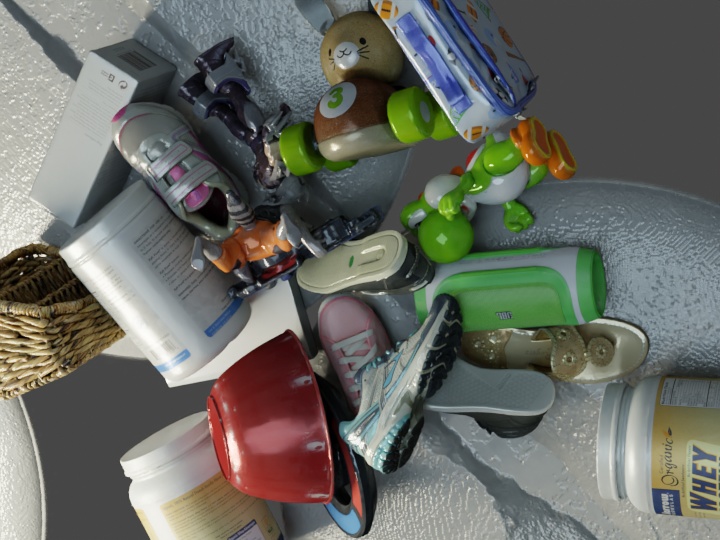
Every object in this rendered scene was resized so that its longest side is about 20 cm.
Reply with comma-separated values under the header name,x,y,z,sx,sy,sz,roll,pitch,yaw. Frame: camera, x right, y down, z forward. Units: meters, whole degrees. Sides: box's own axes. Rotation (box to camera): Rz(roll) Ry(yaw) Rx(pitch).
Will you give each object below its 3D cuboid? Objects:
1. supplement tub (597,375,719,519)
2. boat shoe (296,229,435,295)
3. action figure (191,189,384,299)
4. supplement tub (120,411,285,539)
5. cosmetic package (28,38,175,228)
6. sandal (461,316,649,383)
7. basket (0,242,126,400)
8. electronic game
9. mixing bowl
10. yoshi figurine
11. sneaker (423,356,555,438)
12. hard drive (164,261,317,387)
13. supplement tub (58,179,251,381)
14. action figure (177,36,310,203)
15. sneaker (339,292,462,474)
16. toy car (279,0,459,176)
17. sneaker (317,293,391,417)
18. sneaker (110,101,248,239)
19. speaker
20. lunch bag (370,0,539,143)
name,x,y,z,sx,sy,sz,roll,pitch,yaw
supplement tub,0.356,0.186,1.598,0.198,0.144,0.146,2,107,19
boat shoe,0.000,0.000,1.694,0.199,0.067,0.073,-4,66,51
action figure,-0.083,-0.049,1.647,0.199,0.193,0.105,-28,89,8
supplement tub,-0.190,0.286,1.832,0.143,0.144,0.202,-24,97,24
cosmetic package,-0.299,-0.159,1.759,0.071,0.101,0.201,32,113,8
sandal,0.207,0.095,1.672,0.209,0.070,0.079,3,107,19
basket,-0.357,0.036,1.784,0.142,0.200,0.150,-22,97,25
electronic game,-0.034,0.210,1.748,0.041,0.200,0.202,-18,103,-19
mixing bowl,-0.108,0.176,1.705,0.107,0.200,0.202,-13,105,-15
yoshi figurine,0.132,-0.073,1.631,0.199,0.112,0.113,-31,101,28
sneaker,0.117,0.143,1.697,0.198,0.099,0.071,8,64,10
hard drive,-0.160,0.059,1.817,0.198,0.026,0.133,-12,102,22
supplement tub,-0.230,0.013,1.726,0.131,0.132,0.201,-33,103,25
action figure,-0.116,-0.155,1.693,0.201,0.069,0.130,53,148,11
sneaker,0.038,0.109,1.624,0.086,0.078,0.202,26,90,24
toy car,-0.004,-0.220,1.619,0.163,0.157,0.202,-14,90,27
sneaker,0.014,0.125,1.723,0.075,0.105,0.202,-21,103,-6
sneaker,-0.195,-0.110,1.703,0.081,0.088,0.200,-46,116,8
speaker,0.163,0.022,1.658,0.198,0.088,0.089,-5,105,21
lunch bag,0.100,-0.228,1.562,0.075,0.160,0.201,-35,92,25
